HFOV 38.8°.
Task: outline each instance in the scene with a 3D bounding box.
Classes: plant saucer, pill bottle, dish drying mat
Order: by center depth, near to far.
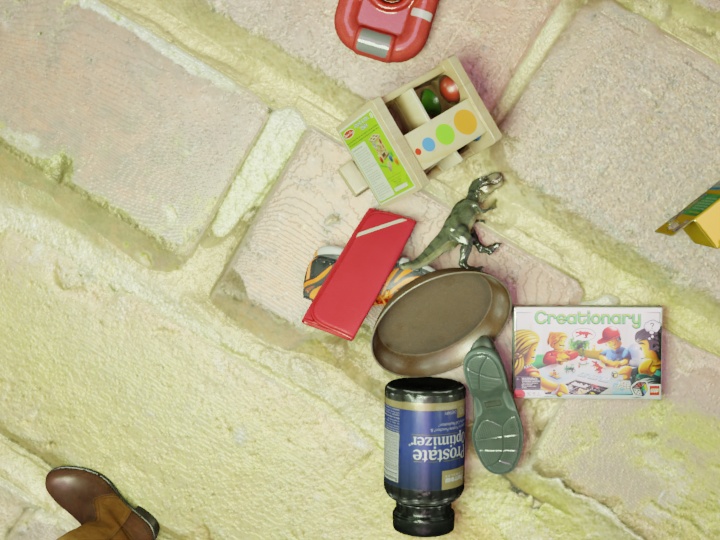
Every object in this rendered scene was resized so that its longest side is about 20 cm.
[{"bbox_3d":[0.000,0.000,1.348,0.077,0.018,0.200,19,58,19],"label":"dish drying mat"},{"bbox_3d":[0.103,0.064,1.360,0.200,0.200,0.035,-32,48,7],"label":"plant saucer"},{"bbox_3d":[0.087,0.251,1.391,0.111,0.112,0.201,0,95,6],"label":"pill bottle"}]

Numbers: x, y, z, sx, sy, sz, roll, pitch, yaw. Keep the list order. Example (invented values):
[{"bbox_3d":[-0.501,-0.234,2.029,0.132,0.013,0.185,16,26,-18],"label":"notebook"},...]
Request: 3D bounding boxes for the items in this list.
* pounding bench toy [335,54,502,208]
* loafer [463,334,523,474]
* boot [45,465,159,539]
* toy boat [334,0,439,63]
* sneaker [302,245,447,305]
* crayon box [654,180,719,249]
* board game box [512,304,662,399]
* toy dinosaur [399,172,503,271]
[{"bbox_3d":[0.066,-0.176,1.358,0.156,0.200,0.124,-32,94,-24],"label":"pounding bench toy"},{"bbox_3d":[0.185,0.182,1.396,0.072,0.063,0.201,-4,115,16],"label":"loafer"},{"bbox_3d":[-0.382,0.352,1.400,0.188,0.200,0.069,39,98,1],"label":"boot"},{"bbox_3d":[0.040,-0.377,1.332,0.130,0.131,0.201,17,96,4],"label":"toy boat"},{"bbox_3d":[0.017,0.041,1.376,0.199,0.078,0.112,9,57,14],"label":"sneaker"},{"bbox_3d":[0.483,-0.092,1.315,0.200,0.126,0.052,-39,90,8],"label":"crayon box"},{"bbox_3d":[0.308,0.110,1.395,0.199,0.035,0.127,-1,94,6],"label":"board game box"},{"bbox_3d":[0.139,-0.042,1.374,0.088,0.047,0.200,45,66,-6],"label":"toy dinosaur"}]
